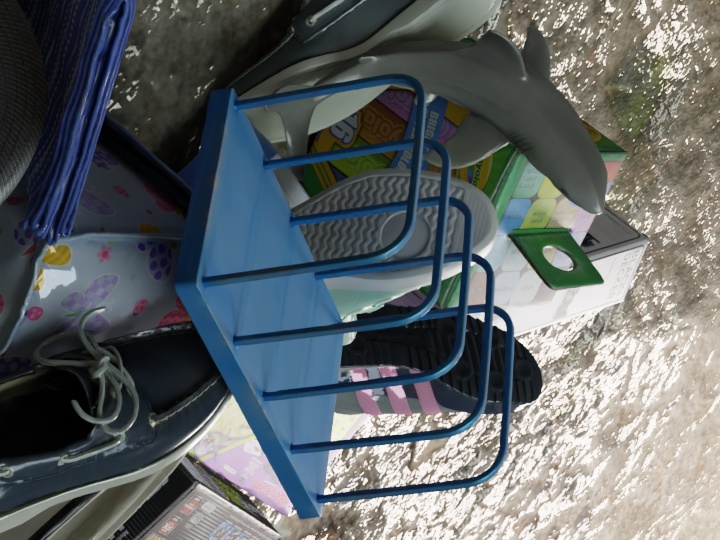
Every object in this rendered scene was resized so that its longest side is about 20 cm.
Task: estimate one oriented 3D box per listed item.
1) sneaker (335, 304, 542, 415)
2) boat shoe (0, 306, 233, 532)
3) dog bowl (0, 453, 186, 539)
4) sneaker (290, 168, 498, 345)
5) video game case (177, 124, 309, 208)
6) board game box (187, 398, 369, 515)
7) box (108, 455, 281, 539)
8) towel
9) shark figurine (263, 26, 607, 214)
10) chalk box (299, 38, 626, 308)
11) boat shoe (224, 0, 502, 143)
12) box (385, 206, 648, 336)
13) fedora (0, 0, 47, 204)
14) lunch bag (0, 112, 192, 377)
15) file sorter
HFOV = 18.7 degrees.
[{"bbox_3d":[0.022,0.068,1.475,0.199,0.070,0.082,12,143,-19],"label":"sneaker"},{"bbox_3d":[-0.146,0.069,1.100,0.199,0.075,0.062,-21,145,-26],"label":"boat shoe"},{"bbox_3d":[-0.189,0.132,1.230,0.200,0.074,0.200,-42,173,-7],"label":"dog bowl"},{"bbox_3d":[0.000,0.000,1.336,0.200,0.074,0.118,-13,157,17],"label":"sneaker"},{"bbox_3d":[-0.110,0.018,1.402,0.200,0.045,0.181,-43,152,-5],"label":"video game case"},{"bbox_3d":[-0.067,0.099,1.576,0.120,0.032,0.200,-53,147,-4],"label":"board game box"},{"bbox_3d":[-0.152,0.207,1.526,0.160,0.044,0.200,-43,157,-2],"label":"box"},{"bbox_3d":[-0.153,-0.121,1.111,0.024,0.200,0.145,10,119,-21],"label":"towel"},{"bbox_3d":[0.052,-0.116,1.308,0.090,0.214,0.129,112,-14,-67],"label":"shark figurine"},{"bbox_3d":[0.079,-0.055,1.436,0.125,0.200,0.124,-3,125,-50],"label":"chalk box"},{"bbox_3d":[-0.008,-0.146,1.362,0.200,0.062,0.073,-30,152,8],"label":"boat shoe"},{"bbox_3d":[0.100,-0.011,1.586,0.200,0.117,0.060,-17,135,-42],"label":"box"},{"bbox_3d":[-0.259,-0.071,1.076,0.200,0.177,0.090,-31,172,-22],"label":"fedora"},{"bbox_3d":[-0.158,-0.020,1.214,0.200,0.170,0.127,4,118,-49],"label":"lunch bag"},{"bbox_3d":[-0.001,0.014,1.161,0.200,0.122,0.139,66,23,-45],"label":"file sorter"}]
